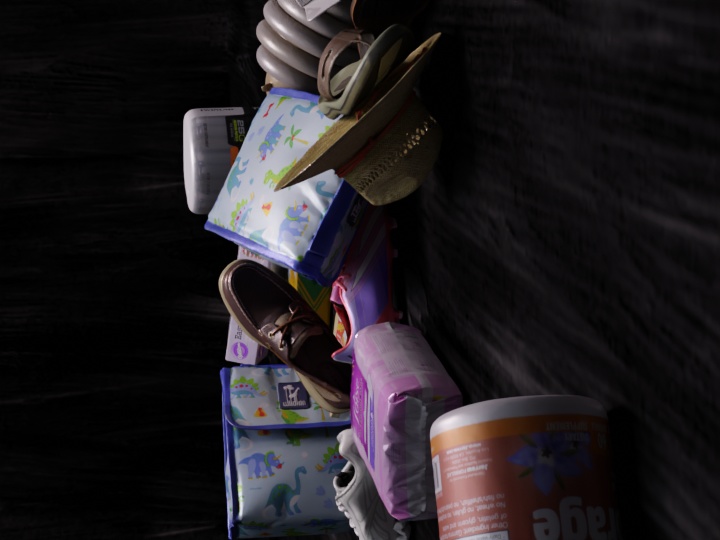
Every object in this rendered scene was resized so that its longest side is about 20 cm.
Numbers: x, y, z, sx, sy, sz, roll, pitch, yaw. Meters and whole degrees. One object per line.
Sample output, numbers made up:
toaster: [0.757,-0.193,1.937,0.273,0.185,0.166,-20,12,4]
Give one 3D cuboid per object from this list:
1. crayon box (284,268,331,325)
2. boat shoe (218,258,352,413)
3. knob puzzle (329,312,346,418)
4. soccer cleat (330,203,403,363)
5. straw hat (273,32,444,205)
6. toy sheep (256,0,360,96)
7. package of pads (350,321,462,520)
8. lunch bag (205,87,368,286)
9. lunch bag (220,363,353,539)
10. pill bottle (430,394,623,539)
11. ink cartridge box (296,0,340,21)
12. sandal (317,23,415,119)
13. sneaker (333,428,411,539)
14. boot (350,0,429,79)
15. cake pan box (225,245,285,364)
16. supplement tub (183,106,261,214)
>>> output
crayon box: [-0.071,-0.003,2.272,0.126,0.051,0.201,-105,16,-54]
boat shoe: [-0.064,0.065,1.749,0.200,0.072,0.072,51,162,-6]
knob puzzle: [-0.005,0.065,1.881,0.220,0.030,0.221,-171,90,-82]
soccer cleat: [0.000,0.000,1.742,0.067,0.076,0.201,114,152,-71]
straw hat: [0.024,-0.108,1.480,0.085,0.201,0.201,46,175,-8]
toy sheep: [-0.044,-0.257,1.797,0.201,0.137,0.138,-64,19,19]
package of pads: [0.040,0.132,1.535,0.200,0.075,0.121,-121,33,-72]
lunch bag: [-0.050,-0.083,1.697,0.171,0.127,0.200,-66,21,-2]
lunch bag: [-0.078,0.206,2.002,0.128,0.169,0.201,109,158,-68]
pill bottle: [0.106,0.183,1.020,0.112,0.111,0.201,117,148,-72]
ink cartridge box: [-0.038,-0.344,1.712,0.068,0.116,0.200,48,-166,-32]
sandal: [-0.011,-0.179,1.499,0.057,0.080,0.201,46,165,-8]
sneaker: [0.011,0.239,1.740,0.075,0.081,0.201,-114,21,-61]
boot: [0.020,-0.267,1.545,0.200,0.074,0.097,100,161,-62]
cake pan box: [-0.130,0.019,2.369,0.184,0.052,0.201,-38,-42,-69]
supplement tub: [-0.103,-0.129,1.961,0.123,0.199,0.123,176,90,-80]
